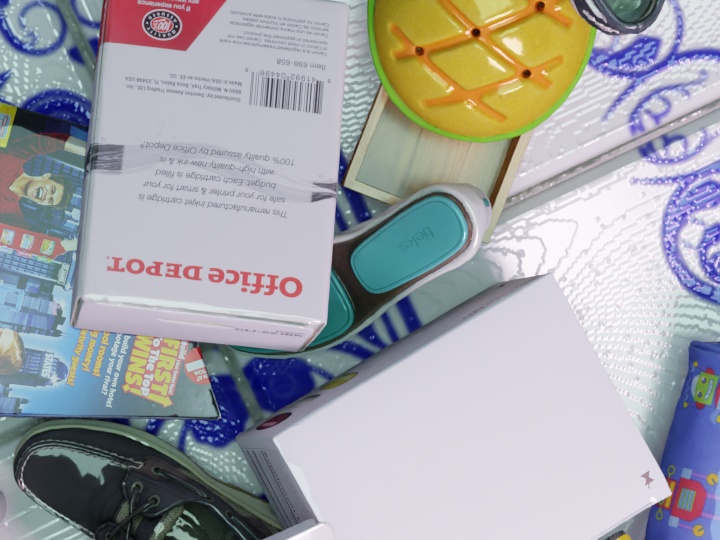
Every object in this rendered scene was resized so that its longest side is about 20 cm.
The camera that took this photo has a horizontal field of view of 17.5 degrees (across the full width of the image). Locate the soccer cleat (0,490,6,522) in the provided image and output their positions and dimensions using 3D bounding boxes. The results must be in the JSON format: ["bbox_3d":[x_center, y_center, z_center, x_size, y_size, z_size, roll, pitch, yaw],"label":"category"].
[{"bbox_3d":[-0.314,0.146,1.435,0.200,0.078,0.069,7,101,16],"label":"soccer cleat"}]

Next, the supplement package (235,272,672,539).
[{"bbox_3d":[0.054,0.117,1.413,0.200,0.111,0.156,-30,95,-15],"label":"supplement package"}]

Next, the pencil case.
[{"bbox_3d":[0.225,0.144,1.461,0.087,0.078,0.200,11,92,-45],"label":"pencil case"}]

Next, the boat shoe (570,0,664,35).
[{"bbox_3d":[0.129,-0.228,1.297,0.076,0.060,0.200,-23,105,-2],"label":"boat shoe"}]

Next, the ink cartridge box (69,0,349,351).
[{"bbox_3d":[-0.089,-0.060,1.373,0.144,0.084,0.200,7,74,-9],"label":"ink cartridge box"}]

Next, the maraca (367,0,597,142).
[{"bbox_3d":[0.076,-0.172,1.377,0.137,0.107,0.200,10,110,0],"label":"maraca"}]

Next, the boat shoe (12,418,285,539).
[{"bbox_3d":[-0.122,0.153,1.440,0.200,0.065,0.072,27,105,-5],"label":"boat shoe"}]

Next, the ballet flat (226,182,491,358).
[{"bbox_3d":[0.000,0.000,1.437,0.200,0.069,0.069,-26,95,29],"label":"ballet flat"}]

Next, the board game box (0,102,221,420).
[{"bbox_3d":[-0.170,0.016,1.434,0.200,0.062,0.200,16,86,-7],"label":"board game box"}]

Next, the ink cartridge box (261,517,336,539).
[{"bbox_3d":[-0.053,0.223,1.333,0.116,0.068,0.200,-23,123,-11],"label":"ink cartridge box"}]

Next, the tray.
[{"bbox_3d":[0.070,-0.128,1.460,0.099,0.037,0.200,21,92,-5],"label":"tray"}]

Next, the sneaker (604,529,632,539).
[{"bbox_3d":[0.149,0.257,1.419,0.090,0.070,0.200,34,125,26],"label":"sneaker"}]
